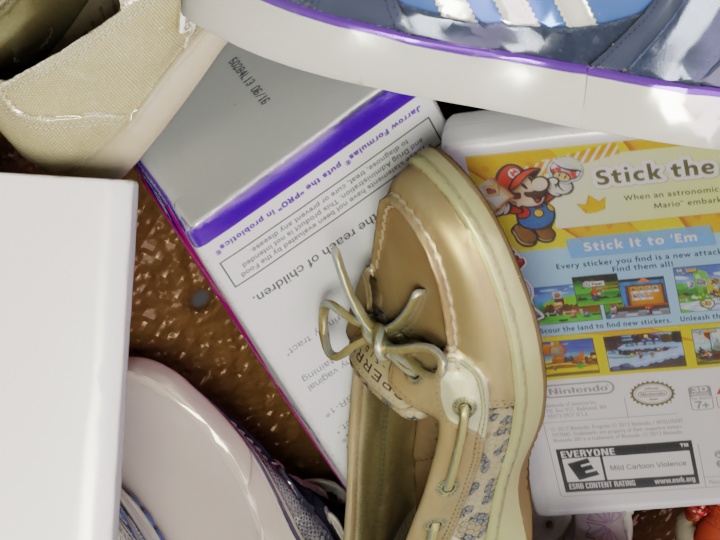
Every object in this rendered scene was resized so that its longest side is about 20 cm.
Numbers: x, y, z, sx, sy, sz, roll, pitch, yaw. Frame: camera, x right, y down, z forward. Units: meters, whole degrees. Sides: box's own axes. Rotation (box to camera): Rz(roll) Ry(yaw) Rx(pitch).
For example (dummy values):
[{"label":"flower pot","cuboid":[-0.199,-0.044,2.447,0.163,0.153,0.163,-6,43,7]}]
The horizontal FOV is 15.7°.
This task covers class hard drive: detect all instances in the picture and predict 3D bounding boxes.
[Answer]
[{"label":"hard drive","cuboid":[-0.148,0.066,0.895,0.131,0.026,0.202,4,90,3]}]

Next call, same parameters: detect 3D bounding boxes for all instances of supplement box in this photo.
[{"label":"supplement box","cuboid":[0.000,0.000,0.979,0.103,0.101,0.200,-36,129,-4]}]

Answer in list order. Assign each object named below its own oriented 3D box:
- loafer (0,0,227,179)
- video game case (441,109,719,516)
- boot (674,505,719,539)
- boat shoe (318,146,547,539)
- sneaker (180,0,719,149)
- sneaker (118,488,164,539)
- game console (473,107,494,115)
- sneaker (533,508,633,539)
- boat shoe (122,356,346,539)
[{"label":"loafer","cuboid":[-0.066,-0.116,0.887,0.068,0.076,0.201,23,106,-43]},{"label":"video game case","cuboid":[0.143,0.011,0.917,0.198,0.023,0.183,-5,130,14]},{"label":"boot","cuboid":[0.176,0.066,1.081,0.107,0.075,0.201,-53,157,-28]},{"label":"boat shoe","cuboid":[0.022,0.050,0.909,0.062,0.073,0.201,-19,128,-19]},{"label":"sneaker","cuboid":[0.050,-0.127,0.826,0.199,0.081,0.148,13,100,11]},{"label":"sneaker","cuboid":[-0.128,0.076,0.942,0.077,0.085,0.200,-38,111,5]},{"label":"game console","cuboid":[0.161,-0.027,0.910,0.199,0.031,0.177,-23,129,25]},{"label":"sneaker","cuboid":[0.096,0.076,1.080,0.074,0.100,0.201,14,110,-32]},{"label":"boat shoe","cuboid":[-0.041,0.106,1.051,0.074,0.093,0.201,-25,106,23]}]
